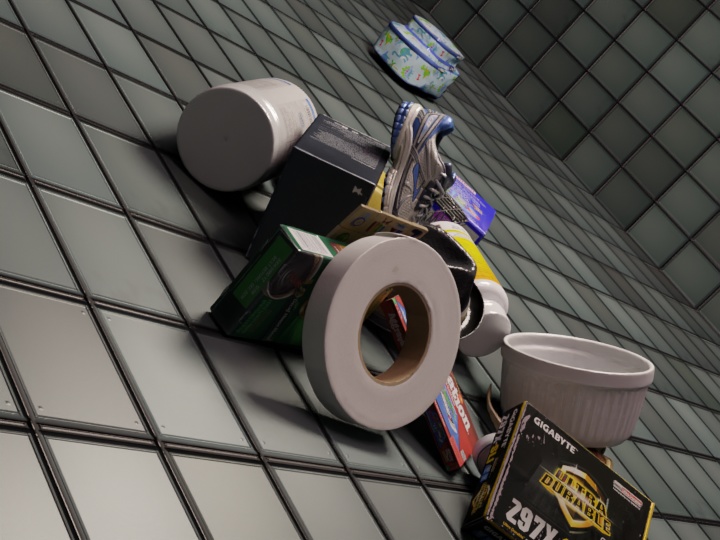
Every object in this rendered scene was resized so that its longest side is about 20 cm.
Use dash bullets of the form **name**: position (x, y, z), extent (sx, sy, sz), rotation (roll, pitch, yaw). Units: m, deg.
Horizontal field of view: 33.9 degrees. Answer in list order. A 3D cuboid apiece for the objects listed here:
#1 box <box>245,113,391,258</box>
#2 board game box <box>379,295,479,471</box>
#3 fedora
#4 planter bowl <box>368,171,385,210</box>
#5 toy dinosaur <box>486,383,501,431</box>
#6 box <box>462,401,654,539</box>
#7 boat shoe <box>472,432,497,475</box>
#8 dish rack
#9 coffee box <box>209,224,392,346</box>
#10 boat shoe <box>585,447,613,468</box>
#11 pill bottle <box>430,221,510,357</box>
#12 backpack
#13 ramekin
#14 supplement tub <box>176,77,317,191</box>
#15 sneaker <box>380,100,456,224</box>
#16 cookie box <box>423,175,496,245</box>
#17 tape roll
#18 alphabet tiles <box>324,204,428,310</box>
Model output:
- **box**: position (-0.046, -0.085, 1.429), extent (0.107, 0.149, 0.200), rotation (25, 19, -2)
- **board game box**: position (0.082, 0.120, 1.345), extent (0.200, 0.019, 0.103), rotation (68, 19, 0)
- **fedora**: position (0.074, 0.000, 1.499), extent (0.200, 0.092, 0.201), rotation (12, 42, -11)
- **planter bowl**: position (-0.011, -0.114, 1.662), extent (0.200, 0.083, 0.200), rotation (39, 18, -15)
- **toy dinosaur**: position (0.190, 0.221, 1.440), extent (0.200, 0.060, 0.106), rotation (56, -3, 21)
- **box**: position (0.217, 0.263, 1.271), extent (0.200, 0.049, 0.160), rotation (39, 50, -12)
- **boat shoe**: position (0.210, 0.259, 1.339), extent (0.200, 0.074, 0.065), rotation (36, 15, -16)
- **dish rack**: position (0.073, -0.105, 1.843), extent (0.200, 0.055, 0.153), rotation (-10, 55, -52)
- **coffee box**: position (-0.052, 0.023, 1.246), extent (0.044, 0.123, 0.200), rotation (50, 18, 28)
- **boat shoe**: position (0.278, 0.253, 1.516), extent (0.067, 0.072, 0.200), rotation (20, 15, 1)
- **pill bottle**: position (0.136, 0.027, 1.648), extent (0.109, 0.109, 0.200), rotation (29, 22, -37)
- **backpack**: position (0.137, -0.524, 2.846), extent (0.183, 0.147, 0.200), rotation (48, 21, 23)
- **ramekin**: position (0.276, 0.156, 1.546), extent (0.200, 0.105, 0.200), rotation (9, 10, -2)
- **supplement tub**: position (-0.139, -0.176, 1.501), extent (0.132, 0.132, 0.200), rotation (43, 18, 3)
- **sneaker**: position (0.072, -0.105, 1.429), extent (0.085, 0.201, 0.077), rotation (9, -6, 5)
- **cookie box**: position (0.143, -0.112, 2.034), extent (0.171, 0.075, 0.200), rotation (42, 19, 0)
- **tape roll**: position (0.025, 0.063, 1.221), extent (0.037, 0.203, 0.203), rotation (7, -14, 47)
- **alphabet tiles**: position (0.000, 0.000, 1.332), extent (0.200, 0.167, 0.008), rotation (16, 38, -54)
